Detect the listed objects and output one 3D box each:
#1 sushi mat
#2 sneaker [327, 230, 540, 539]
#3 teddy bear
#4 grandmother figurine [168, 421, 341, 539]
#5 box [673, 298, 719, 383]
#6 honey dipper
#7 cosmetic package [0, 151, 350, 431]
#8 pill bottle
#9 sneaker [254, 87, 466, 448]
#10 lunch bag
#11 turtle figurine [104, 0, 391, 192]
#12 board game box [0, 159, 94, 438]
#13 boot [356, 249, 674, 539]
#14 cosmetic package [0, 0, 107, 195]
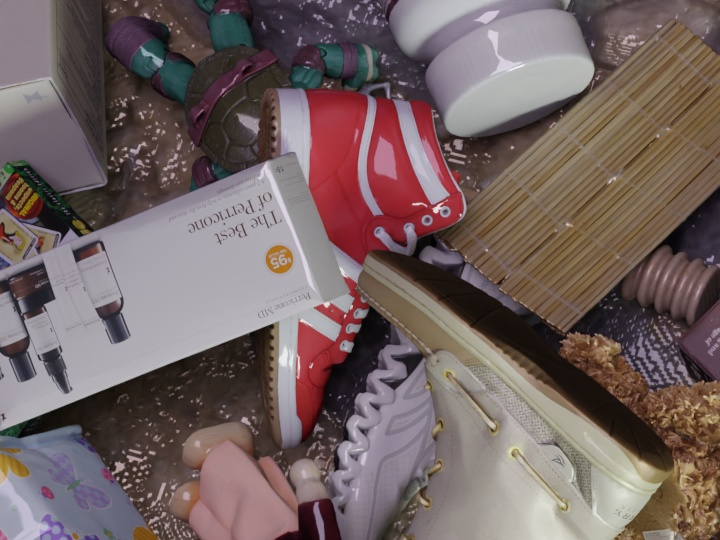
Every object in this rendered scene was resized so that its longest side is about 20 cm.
[{"bbox_3d":[0.142,-0.053,1.663,0.096,0.012,0.200,40,70,20],"label":"sushi mat"},{"bbox_3d":[0.039,0.077,1.650,0.081,0.075,0.200,23,77,6],"label":"sneaker"},{"bbox_3d":[0.169,0.116,1.588,0.200,0.067,0.145,20,120,39],"label":"teddy bear"},{"bbox_3d":[-0.036,0.157,1.596,0.060,0.122,0.200,-10,35,-26],"label":"grandmother figurine"},{"bbox_3d":[0.273,0.078,1.596,0.100,0.075,0.200,-44,69,-2],"label":"box"},{"bbox_3d":[0.104,-0.022,1.681,0.200,0.038,0.038,23,81,19],"label":"honey dipper"},{"bbox_3d":[-0.114,0.012,1.592,0.200,0.051,0.083,-22,92,18],"label":"cosmetic package"},{"bbox_3d":[0.056,-0.184,1.698,0.109,0.110,0.200,-23,71,6],"label":"pill bottle"},{"bbox_3d":[0.000,0.000,1.639,0.112,0.071,0.201,-1,106,-12],"label":"sneaker"},{"bbox_3d":[-0.193,0.208,1.636,0.200,0.127,0.170,-46,70,20],"label":"lunch bag"},{"bbox_3d":[-0.058,-0.091,1.709,0.150,0.101,0.200,-38,65,0],"label":"turtle figurine"},{"bbox_3d":[-0.213,0.048,1.679,0.105,0.023,0.200,43,110,16],"label":"board game box"},{"bbox_3d":[0.047,0.098,1.571,0.200,0.072,0.155,40,109,20],"label":"boot"},{"bbox_3d":[-0.194,-0.149,1.719,0.073,0.104,0.200,-11,53,9],"label":"cosmetic package"}]
